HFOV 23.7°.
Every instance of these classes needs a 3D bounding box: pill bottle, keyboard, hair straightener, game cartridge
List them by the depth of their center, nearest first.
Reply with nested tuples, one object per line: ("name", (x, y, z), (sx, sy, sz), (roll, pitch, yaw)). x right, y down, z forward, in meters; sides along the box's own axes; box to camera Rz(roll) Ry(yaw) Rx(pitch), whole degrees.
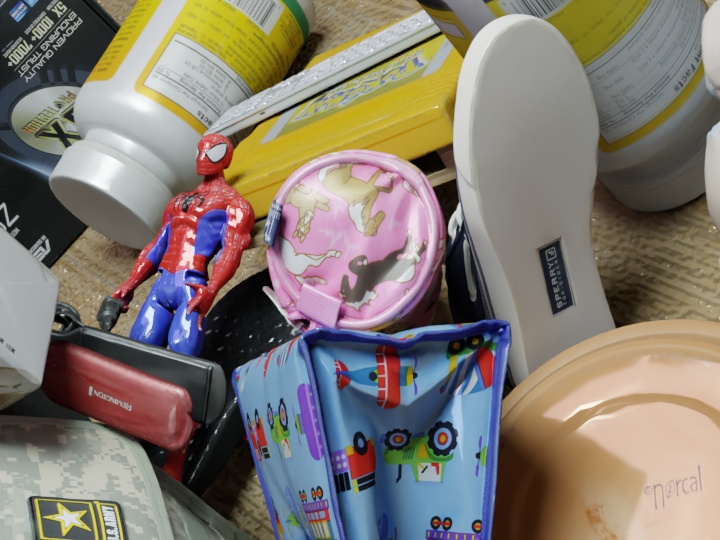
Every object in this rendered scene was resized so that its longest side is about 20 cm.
("pill bottle", (0.111, -0.120, 0.851), (0.111, 0.200, 0.113), (-25, 41, 24))
("hair straightener", (-0.154, 0.040, 0.882), (0.199, 0.041, 0.077), (13, 22, 23))
("game cartridge", (0.009, -0.103, 1.015), (0.175, 0.033, 0.200), (-20, 20, 30))
("keyboard", (-0.006, -0.130, 1.048), (0.199, 0.011, 0.056), (-24, 20, 20))
("pill bottle", (-0.121, -0.119, 1.148), (0.112, 0.113, 0.201), (6, 60, 46))

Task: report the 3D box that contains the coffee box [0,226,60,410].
("coffee box", (-0.255, 0.041, 0.811), (0.199, 0.114, 0.080), (-29, 35, 22))

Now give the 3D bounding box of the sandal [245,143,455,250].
("sandal", (0.016, -0.027, 0.966), (0.210, 0.070, 0.078), (-24, 18, 18))

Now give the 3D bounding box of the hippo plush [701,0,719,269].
("hippo plush", (0.241, -0.052, 0.746), (0.159, 0.161, 0.200), (-2, 7, 20))

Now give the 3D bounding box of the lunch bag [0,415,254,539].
("lunch bag", (-0.121, 0.166, 0.808), (0.117, 0.200, 0.164), (-38, 36, 9))

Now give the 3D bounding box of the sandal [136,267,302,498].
("sandal", (-0.073, 0.073, 0.971), (0.075, 0.045, 0.201), (13, 57, 39))

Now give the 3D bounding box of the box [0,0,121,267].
("box", (-0.247, -0.108, 1.215), (0.200, 0.164, 0.086), (-47, 37, -3))

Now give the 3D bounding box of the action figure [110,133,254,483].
("action figure", (-0.100, 0.018, 0.926), (0.065, 0.052, 0.202), (0, 66, 33))

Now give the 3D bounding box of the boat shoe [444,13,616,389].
("boat shoe", (0.067, -0.029, 0.826), (0.074, 0.202, 0.093), (-18, 23, -21))

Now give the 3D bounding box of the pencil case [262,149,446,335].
("pencil case", (0.000, 0.000, 0.837), (0.086, 0.200, 0.084), (-12, 82, 1))

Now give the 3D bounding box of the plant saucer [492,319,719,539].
("plant saucer", (0.122, 0.111, 0.732), (0.199, 0.032, 0.202), (-15, 56, 23))

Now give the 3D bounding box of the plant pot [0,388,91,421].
("plant pot", (-0.238, 0.146, 0.959), (0.200, 0.200, 0.177), (-49, 47, -5))

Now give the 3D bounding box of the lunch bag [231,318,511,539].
("lunch bag", (0.008, 0.131, 0.744), (0.151, 0.093, 0.202), (149, 118, -72))
